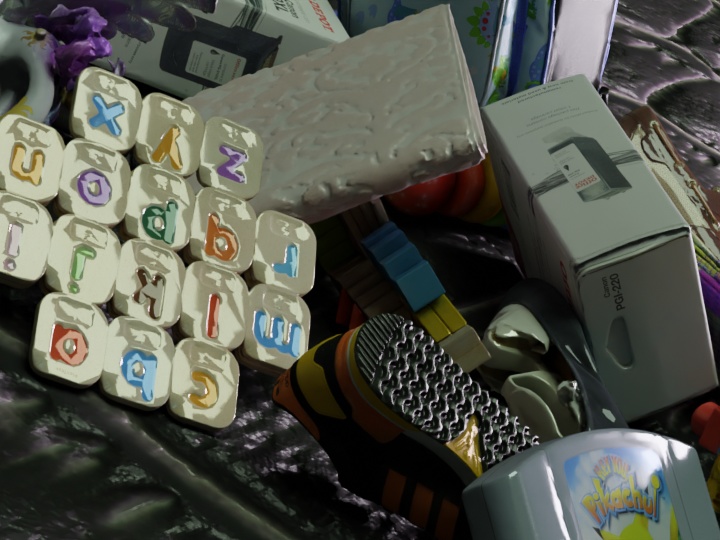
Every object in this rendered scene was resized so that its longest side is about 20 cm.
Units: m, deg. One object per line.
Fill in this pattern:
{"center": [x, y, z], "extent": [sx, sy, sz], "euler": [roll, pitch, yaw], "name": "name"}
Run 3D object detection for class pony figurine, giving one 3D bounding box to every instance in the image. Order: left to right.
{"center": [-0.198, -0.129, 1.282], "extent": [0.193, 0.167, 0.200], "euler": [23, 39, 0], "name": "pony figurine"}

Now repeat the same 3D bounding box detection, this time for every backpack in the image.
{"center": [0.072, -0.198, 1.566], "extent": [0.200, 0.184, 0.147], "euler": [19, 17, 39], "name": "backpack"}

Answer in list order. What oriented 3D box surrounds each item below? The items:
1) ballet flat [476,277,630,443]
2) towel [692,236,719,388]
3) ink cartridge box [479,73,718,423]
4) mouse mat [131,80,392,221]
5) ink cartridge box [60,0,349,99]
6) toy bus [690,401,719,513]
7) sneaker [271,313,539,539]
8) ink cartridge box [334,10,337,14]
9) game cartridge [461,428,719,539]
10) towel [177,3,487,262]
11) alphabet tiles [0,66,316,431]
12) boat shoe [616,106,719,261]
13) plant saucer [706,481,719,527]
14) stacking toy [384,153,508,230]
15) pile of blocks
{"center": [0.112, 0.066, 1.346], "extent": [0.073, 0.073, 0.200], "euler": [16, 30, -31], "name": "ballet flat"}
{"center": [0.276, 0.062, 1.499], "extent": [0.200, 0.023, 0.144], "euler": [43, -16, 25], "name": "towel"}
{"center": [0.158, -0.016, 1.453], "extent": [0.085, 0.146, 0.200], "euler": [-19, 38, -2], "name": "ink cartridge box"}
{"center": [-0.063, -0.061, 1.458], "extent": [0.200, 0.008, 0.161], "euler": [25, 24, -18], "name": "mouse mat"}
{"center": [-0.118, -0.182, 1.521], "extent": [0.200, 0.084, 0.145], "euler": [20, 22, -25], "name": "ink cartridge box"}
{"center": [0.306, 0.127, 1.344], "extent": [0.200, 0.136, 0.192], "euler": [14, 13, -39], "name": "toy bus"}
{"center": [0.036, 0.107, 1.171], "extent": [0.200, 0.090, 0.070], "euler": [48, 42, -25], "name": "sneaker"}
{"center": [0.055, -0.130, 1.695], "extent": [0.200, 0.042, 0.119], "euler": [25, 26, -20], "name": "ink cartridge box"}
{"center": [0.135, 0.152, 1.165], "extent": [0.200, 0.040, 0.134], "euler": [-1, 69, -51], "name": "game cartridge"}
{"center": [-0.024, -0.085, 1.349], "extent": [0.191, 0.200, 0.032], "euler": [-94, 162, -60], "name": "towel"}
{"center": [-0.115, -0.012, 1.186], "extent": [0.200, 0.015, 0.196], "euler": [20, 55, -26], "name": "alphabet tiles"}
{"center": [0.245, -0.032, 1.550], "extent": [0.200, 0.072, 0.072], "euler": [51, -15, 13], "name": "boat shoe"}
{"center": [0.261, 0.193, 1.327], "extent": [0.200, 0.027, 0.200], "euler": [26, 23, -12], "name": "plant saucer"}
{"center": [0.096, -0.065, 1.570], "extent": [0.200, 0.085, 0.085], "euler": [2, 37, -44], "name": "stacking toy"}
{"center": [0.000, 0.000, 1.332], "extent": [0.200, 0.062, 0.082], "euler": [51, -10, 39], "name": "pile of blocks"}
